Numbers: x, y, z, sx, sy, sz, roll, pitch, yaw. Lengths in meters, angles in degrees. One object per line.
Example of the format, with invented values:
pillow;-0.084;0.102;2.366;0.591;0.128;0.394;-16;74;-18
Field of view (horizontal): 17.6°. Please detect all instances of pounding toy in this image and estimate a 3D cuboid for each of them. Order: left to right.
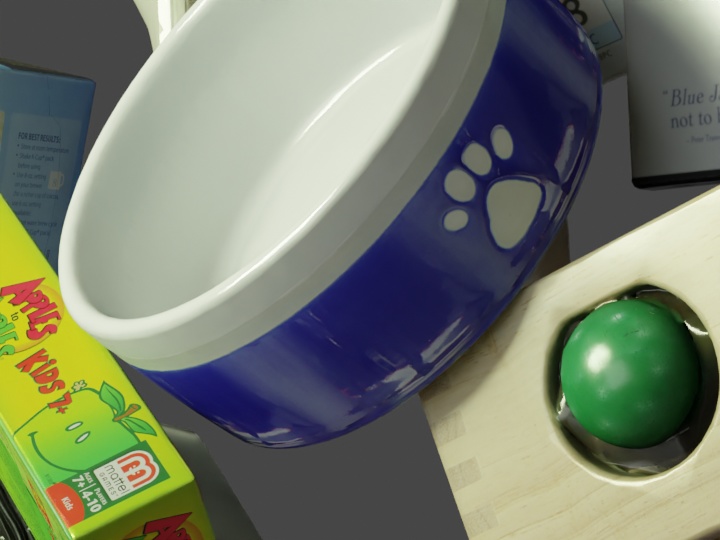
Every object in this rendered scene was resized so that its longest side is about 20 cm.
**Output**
pounding toy;0.115;0.067;0.787;0.184;0.200;0.142;-29;72;31

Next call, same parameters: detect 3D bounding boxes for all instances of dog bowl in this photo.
dog bowl;-0.013;-0.039;0.827;0.200;0.079;0.200;-35;32;26

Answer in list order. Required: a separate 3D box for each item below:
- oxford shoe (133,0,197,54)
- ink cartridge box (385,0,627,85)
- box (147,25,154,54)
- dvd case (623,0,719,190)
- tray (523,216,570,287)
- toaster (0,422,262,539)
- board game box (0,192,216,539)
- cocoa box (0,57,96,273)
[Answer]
oxford shoe;-0.086;-0.148;0.977;0.058;0.075;0.200;-13;73;13
ink cartridge box;0.016;-0.148;0.911;0.160;0.047;0.200;-22;106;33
box;-0.048;-0.194;1.022;0.143;0.036;0.200;-23;74;33
dvd case;0.154;-0.133;0.806;0.142;0.018;0.200;-5;85;36
tray;0.000;0.000;0.953;0.200;0.022;0.108;17;129;35
toaster;-0.133;0.164;0.983;0.181;0.119;0.200;-59;40;19
board game box;-0.111;0.062;0.866;0.200;0.048;0.102;50;160;46
cocoa box;-0.239;-0.042;1.048;0.131;0.200;0.134;14;97;35
